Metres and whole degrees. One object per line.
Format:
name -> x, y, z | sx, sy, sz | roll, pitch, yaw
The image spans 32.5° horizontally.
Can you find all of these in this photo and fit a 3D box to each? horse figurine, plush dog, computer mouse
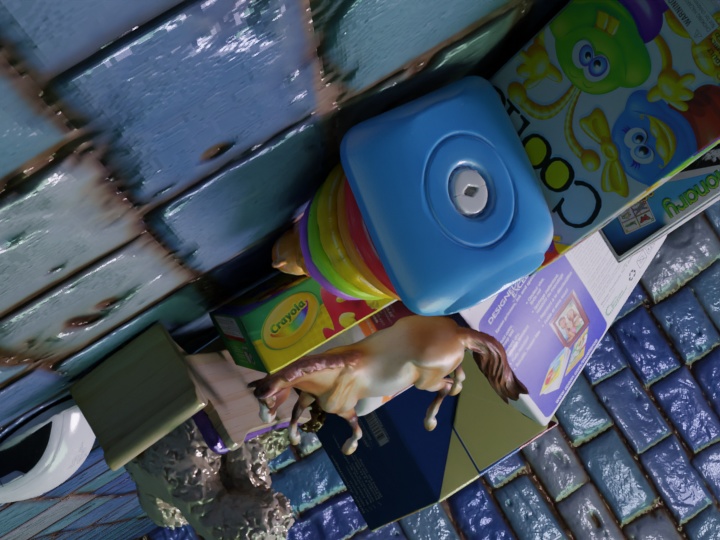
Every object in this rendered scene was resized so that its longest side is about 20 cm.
horse figurine -> 0.020, 0.076, 0.863 | 0.198, 0.050, 0.133 | -14, 145, -9
plush dog -> -0.119, 0.133, 1.083 | 0.172, 0.161, 0.199 | -43, -154, -27
computer mouse -> -0.261, 0.158, 0.908 | 0.199, 0.044, 0.109 | -36, 170, 23

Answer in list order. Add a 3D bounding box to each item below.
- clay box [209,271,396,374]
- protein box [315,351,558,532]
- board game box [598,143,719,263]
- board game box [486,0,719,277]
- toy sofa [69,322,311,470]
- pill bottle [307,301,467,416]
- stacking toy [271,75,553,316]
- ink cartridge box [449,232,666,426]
clay box -> 0.000, 0.000, 0.848 | 0.199, 0.048, 0.115 | -31, -172, -16
protein box -> 0.040, 0.106, 1.122 | 0.134, 0.200, 0.200 | -27, 171, -23
board game box -> 0.206, -0.108, 0.784 | 0.034, 0.127, 0.200 | -22, 167, -45
board game box -> 0.148, -0.099, 0.673 | 0.105, 0.103, 0.200 | -32, 174, -39
toy sofa -> -0.116, 0.097, 0.898 | 0.082, 0.098, 0.200 | -33, 172, 12
pill bottle -> 0.050, 0.018, 0.982 | 0.199, 0.115, 0.114 | -29, 172, -24
stacking toy -> 0.004, -0.023, 0.711 | 0.115, 0.111, 0.199 | -27, -175, -35
ink cartridge box -> 0.148, -0.010, 0.945 | 0.198, 0.047, 0.200 | -54, 137, -12
